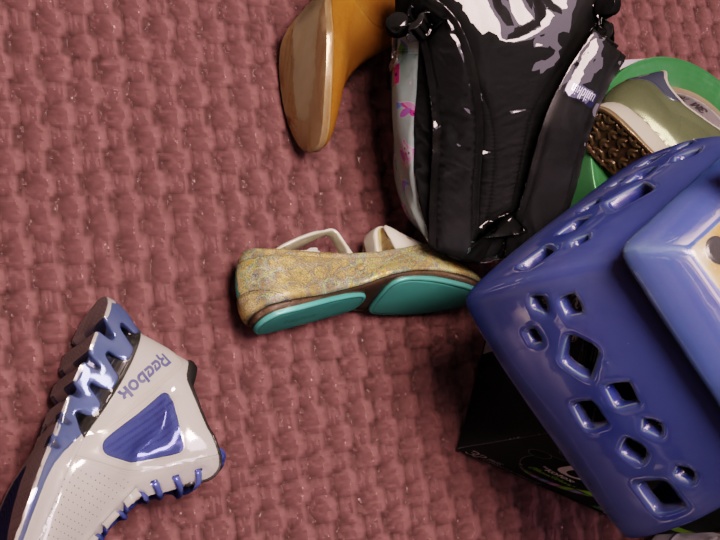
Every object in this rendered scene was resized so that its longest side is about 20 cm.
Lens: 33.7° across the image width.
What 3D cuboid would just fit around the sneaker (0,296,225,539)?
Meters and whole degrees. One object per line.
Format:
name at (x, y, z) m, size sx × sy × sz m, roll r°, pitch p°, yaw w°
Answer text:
sneaker at (-0.146, 0.126, 0.734) m, size 0.115 × 0.080 × 0.201 m, roll 27°, pitch 65°, yaw -20°

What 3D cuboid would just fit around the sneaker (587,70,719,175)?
sneaker at (0.260, -0.068, 0.894) m, size 0.200 × 0.067 × 0.090 m, roll 48°, pitch 61°, yaw 2°

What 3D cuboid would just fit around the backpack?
backpack at (0.094, -0.109, 0.863) m, size 0.165 × 0.127 × 0.202 m, roll 2°, pitch 104°, yaw -2°

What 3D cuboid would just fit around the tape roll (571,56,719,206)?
tape roll at (0.250, -0.070, 0.966) m, size 0.199 × 0.048 × 0.203 m, roll 7°, pitch 76°, yaw -28°

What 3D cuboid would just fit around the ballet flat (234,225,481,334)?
ballet flat at (0.000, 0.000, 0.859) m, size 0.198 × 0.071 × 0.071 m, roll -6°, pitch 82°, yaw -30°

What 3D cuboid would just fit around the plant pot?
plant pot at (0.221, 0.028, 0.738) m, size 0.199 × 0.180 × 0.201 m, roll -36°, pitch 94°, yaw -29°

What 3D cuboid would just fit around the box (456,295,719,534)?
box at (0.202, 0.108, 0.897) m, size 0.199 × 0.148 × 0.125 m, roll 26°, pitch 67°, yaw -20°

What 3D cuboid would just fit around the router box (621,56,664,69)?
router box at (0.200, -0.071, 0.995) m, size 0.178 × 0.049 × 0.202 m, roll -10°, pitch 84°, yaw -31°

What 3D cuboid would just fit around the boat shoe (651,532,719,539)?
boat shoe at (0.232, 0.255, 0.901) m, size 0.200 × 0.065 × 0.074 m, roll -39°, pitch 111°, yaw -46°

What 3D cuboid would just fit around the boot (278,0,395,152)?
boot at (0.013, -0.183, 0.904) m, size 0.143 × 0.071 × 0.203 m, roll 4°, pitch 81°, yaw -35°
